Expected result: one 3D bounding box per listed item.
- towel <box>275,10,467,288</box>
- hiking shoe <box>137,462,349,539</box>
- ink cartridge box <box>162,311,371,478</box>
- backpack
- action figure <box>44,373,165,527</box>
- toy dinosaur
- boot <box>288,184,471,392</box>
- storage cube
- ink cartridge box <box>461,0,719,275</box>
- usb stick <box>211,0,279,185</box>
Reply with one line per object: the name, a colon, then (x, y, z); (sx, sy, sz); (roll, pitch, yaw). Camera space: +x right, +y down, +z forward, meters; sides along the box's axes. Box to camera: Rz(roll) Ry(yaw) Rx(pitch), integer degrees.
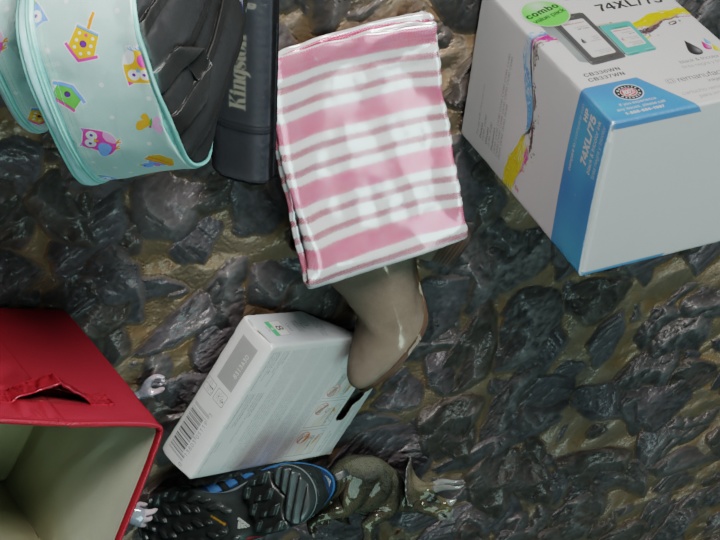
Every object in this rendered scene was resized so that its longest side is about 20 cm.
towel: (0.007, -0.092, 1.215); (0.146, 0.030, 0.200); (-18, 115, -16)
hiking shoe: (-0.111, 0.222, 1.418); (0.200, 0.074, 0.087); (-15, 174, 27)
ink cartridge box: (-0.065, 0.108, 1.409); (0.200, 0.050, 0.161); (-4, 133, -53)
backpack: (-0.154, -0.155, 0.974); (0.153, 0.200, 0.176); (-9, 137, 5)
action figure: (-0.242, 0.161, 1.311); (0.149, 0.134, 0.200); (4, 132, -4)
toy dinosaur: (-0.003, 0.216, 1.530); (0.200, 0.077, 0.102); (21, 104, -37)
boot: (0.000, 0.000, 1.310); (0.146, 0.070, 0.200); (23, 104, -37)
storage cube: (-0.282, 0.137, 1.160); (0.171, 0.180, 0.200); (7, 114, -40)
ink cartridge box: (0.194, -0.124, 1.221); (0.147, 0.200, 0.146); (-14, 133, -21)
usb stick: (-0.085, -0.148, 1.137); (0.033, 0.055, 0.200); (-51, 154, -43)
